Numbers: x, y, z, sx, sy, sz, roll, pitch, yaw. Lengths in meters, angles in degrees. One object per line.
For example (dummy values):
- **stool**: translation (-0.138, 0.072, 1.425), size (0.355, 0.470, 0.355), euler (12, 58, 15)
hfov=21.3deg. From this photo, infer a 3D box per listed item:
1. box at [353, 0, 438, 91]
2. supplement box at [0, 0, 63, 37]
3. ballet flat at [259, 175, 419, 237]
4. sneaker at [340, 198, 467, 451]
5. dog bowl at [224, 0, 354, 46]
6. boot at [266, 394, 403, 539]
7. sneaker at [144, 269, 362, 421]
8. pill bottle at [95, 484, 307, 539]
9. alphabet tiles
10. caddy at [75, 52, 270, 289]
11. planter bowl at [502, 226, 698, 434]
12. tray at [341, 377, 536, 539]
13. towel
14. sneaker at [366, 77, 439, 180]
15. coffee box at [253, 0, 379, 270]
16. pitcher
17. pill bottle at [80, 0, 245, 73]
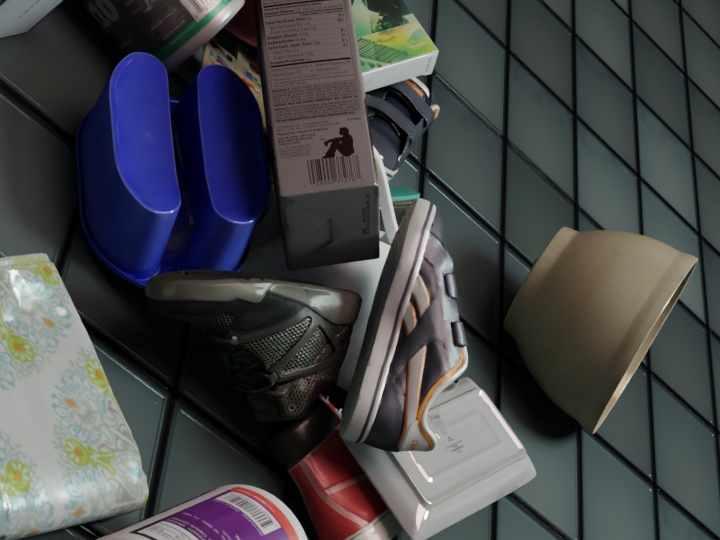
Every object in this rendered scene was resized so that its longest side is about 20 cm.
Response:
- **box**: translation (-0.036, -0.249, 1.796), size (0.143, 0.036, 0.201), euler (-19, 63, -27)
- **supplement box**: translation (-0.307, -0.290, 1.484), size (0.201, 0.101, 0.103), euler (58, 31, 3)
- **ballet flat**: translation (-0.028, -0.046, 1.699), size (0.199, 0.068, 0.069), euler (3, 101, -43)
- **sneaker**: translation (0.046, 0.047, 1.502), size (0.079, 0.078, 0.202), euler (17, 74, -7)
- **dog bowl**: translation (-0.100, -0.279, 1.667), size (0.074, 0.200, 0.200), euler (-44, 102, -19)
- **boot**: translation (0.007, 0.144, 1.570), size (0.145, 0.072, 0.200), euler (58, 34, 5)
- **sneaker**: translation (-0.084, 0.058, 1.459), size (0.199, 0.076, 0.115), euler (12, 88, -48)
- **pill bottle**: translation (-0.123, 0.217, 1.269), size (0.199, 0.112, 0.113), euler (-16, 75, -58)
- **alphabet tiles**: translation (-0.075, -0.146, 1.700), size (0.167, 0.008, 0.200), euler (40, 14, -15)
- **caddy**: translation (-0.151, -0.075, 1.510), size (0.140, 0.105, 0.201), euler (7, 52, -22)
- **planter bowl**: translation (0.225, 0.040, 1.883), size (0.134, 0.201, 0.200), euler (32, 29, 11)
- **tray**: translation (0.072, 0.147, 1.566), size (0.108, 0.022, 0.199), euler (54, 34, 13)
- **towel**: translation (-0.236, 0.082, 1.296), size (0.171, 0.048, 0.201), euler (-6, 68, -56)
- **sneaker**: translation (0.024, -0.143, 1.794), size (0.078, 0.079, 0.200), euler (41, 15, -7)
- **coffee box**: translation (-0.035, -0.118, 1.517), size (0.113, 0.079, 0.202), euler (88, -6, -60)
- **pitcher**: translation (0.000, 0.000, 1.603), size (0.200, 0.172, 0.121), euler (42, -8, -19)
- **pill bottle**: translation (-0.199, -0.269, 1.609), size (0.200, 0.113, 0.113), euler (50, 31, -12)
